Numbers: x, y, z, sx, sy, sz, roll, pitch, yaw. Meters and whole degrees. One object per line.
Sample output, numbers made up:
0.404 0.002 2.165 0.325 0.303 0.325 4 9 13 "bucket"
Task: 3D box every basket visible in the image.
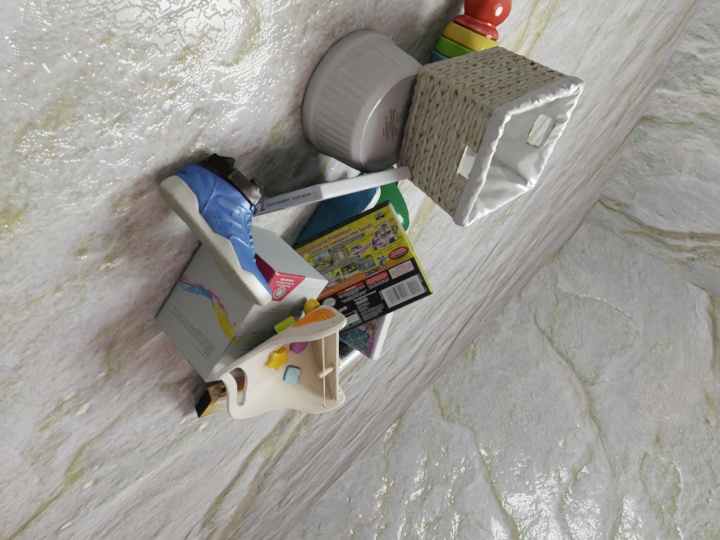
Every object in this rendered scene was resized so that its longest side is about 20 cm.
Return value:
0.187 -0.210 0.768 0.200 0.161 0.198 -28 148 -31 "basket"

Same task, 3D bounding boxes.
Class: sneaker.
-0.153 -0.058 0.663 0.111 0.200 0.077 -40 -171 -24 "sneaker"
-0.035 -0.091 0.941 0.200 0.077 0.081 -47 156 15 "sneaker"

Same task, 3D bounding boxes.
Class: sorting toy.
-0.120 0.145 0.757 0.180 0.107 0.200 -24 139 -26 "sorting toy"

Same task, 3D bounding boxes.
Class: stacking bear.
0.185 -0.381 0.856 0.114 0.121 0.200 -7 130 -42 "stacking bear"

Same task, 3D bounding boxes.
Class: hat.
0.080 -0.089 1.006 0.166 0.176 0.200 -49 156 -3 "hat"

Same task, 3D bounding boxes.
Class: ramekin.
0.019 -0.244 0.771 0.200 0.105 0.200 -38 153 -24 "ramekin"

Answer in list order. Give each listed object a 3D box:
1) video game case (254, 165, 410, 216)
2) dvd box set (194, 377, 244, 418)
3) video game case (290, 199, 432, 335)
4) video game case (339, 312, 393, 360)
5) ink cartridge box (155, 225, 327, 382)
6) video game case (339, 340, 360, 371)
-0.052 -0.121 0.777 0.200 0.182 0.023 -23 102 -46 "video game case"
-0.224 0.237 1.031 0.200 0.029 0.146 -14 160 -33 "dvd box set"
0.000 0.000 0.895 0.200 0.181 0.026 -25 -170 9 "video game case"
-0.009 0.043 0.981 0.024 0.182 0.200 2 110 -51 "video game case"
-0.185 0.048 0.791 0.200 0.145 0.145 -55 156 11 "ink cartridge box"
-0.071 0.181 1.146 0.182 0.200 0.023 -38 109 -26 "video game case"
